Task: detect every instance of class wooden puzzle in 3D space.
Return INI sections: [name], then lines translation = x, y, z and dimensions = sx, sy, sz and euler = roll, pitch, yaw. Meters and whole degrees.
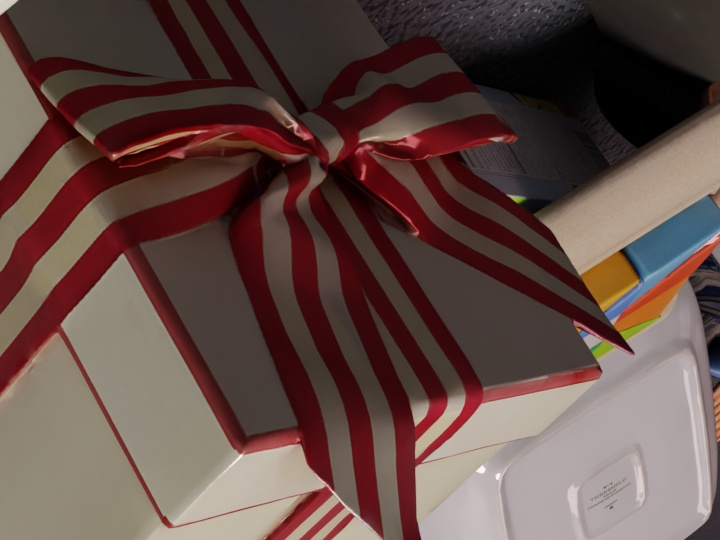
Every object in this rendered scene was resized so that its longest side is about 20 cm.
[wooden puzzle]
translation = 0.080, 0.024, 0.733
dimensions = 0.184, 0.037, 0.200
euler = -32, 162, -11

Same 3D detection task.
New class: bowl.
[bowl]
translation = 0.110, 0.098, 0.917
dimensions = 0.199, 0.075, 0.201
euler = -29, 130, -19

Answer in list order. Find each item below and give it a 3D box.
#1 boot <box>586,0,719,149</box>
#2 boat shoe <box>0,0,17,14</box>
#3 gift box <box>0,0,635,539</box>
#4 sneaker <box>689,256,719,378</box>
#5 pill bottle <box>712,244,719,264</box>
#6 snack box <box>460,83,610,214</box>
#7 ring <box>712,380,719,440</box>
[boot]
translation = 0.133, -0.111, 0.676
dimensions = 0.076, 0.073, 0.200
euler = -49, 166, -9
[boat shoe]
translation = -0.144, -0.053, 0.378
dimensions = 0.198, 0.075, 0.066
euler = -32, 133, 21
[gift box]
translation = -0.044, 0.023, 0.514
dimensions = 0.184, 0.201, 0.187
euler = -13, 152, -53
[sneaker]
translation = 0.164, 0.049, 1.038
dimensions = 0.199, 0.086, 0.077
euler = -16, 154, -37
[pill bottle]
translation = 0.258, -0.072, 0.867
dimensions = 0.199, 0.110, 0.110
euler = -34, 160, 3
[snack box]
translation = 0.000, 0.000, 0.705
dimensions = 0.169, 0.068, 0.199
euler = -42, 160, 23
[ring]
translation = 0.160, 0.034, 0.975
dimensions = 0.198, 0.019, 0.202
euler = -11, 124, -16
